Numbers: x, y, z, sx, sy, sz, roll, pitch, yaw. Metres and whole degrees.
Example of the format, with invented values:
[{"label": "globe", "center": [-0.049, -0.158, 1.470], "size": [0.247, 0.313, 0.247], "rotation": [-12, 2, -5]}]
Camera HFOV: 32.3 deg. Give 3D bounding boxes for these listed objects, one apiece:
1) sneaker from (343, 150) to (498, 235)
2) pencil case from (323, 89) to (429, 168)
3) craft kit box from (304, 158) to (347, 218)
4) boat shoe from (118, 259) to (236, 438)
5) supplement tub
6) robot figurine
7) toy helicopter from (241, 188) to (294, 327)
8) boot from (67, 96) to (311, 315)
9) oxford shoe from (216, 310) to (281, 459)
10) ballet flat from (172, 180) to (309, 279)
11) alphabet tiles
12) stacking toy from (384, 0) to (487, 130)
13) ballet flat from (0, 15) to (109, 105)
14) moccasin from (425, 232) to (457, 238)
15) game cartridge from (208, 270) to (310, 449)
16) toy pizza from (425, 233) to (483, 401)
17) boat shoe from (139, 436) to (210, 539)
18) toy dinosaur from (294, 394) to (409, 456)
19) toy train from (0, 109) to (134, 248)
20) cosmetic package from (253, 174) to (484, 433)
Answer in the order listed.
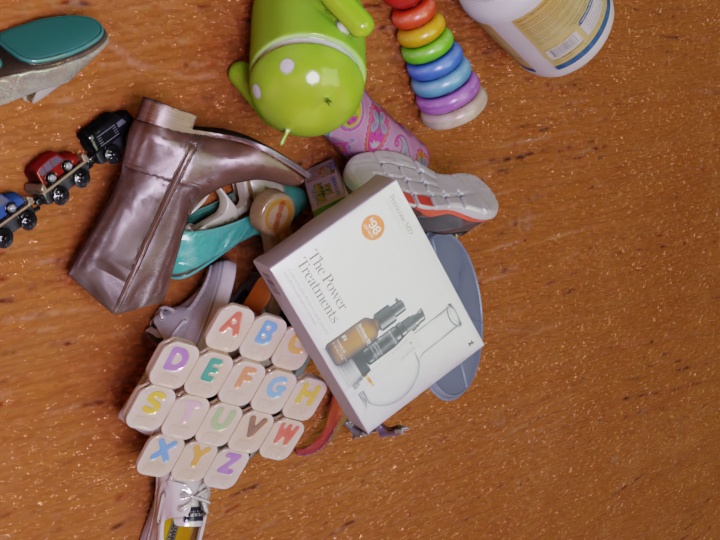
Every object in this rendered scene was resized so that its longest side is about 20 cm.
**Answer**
[{"label": "sneaker", "center": [0.059, -0.070, 1.376], "size": [0.199, 0.082, 0.077], "rotation": [13, 47, -31]}, {"label": "pencil case", "center": [-0.002, -0.155, 1.378], "size": [0.200, 0.087, 0.088], "rotation": [41, 71, -46]}, {"label": "craft kit box", "center": [0.000, 0.000, 1.325], "size": [0.048, 0.198, 0.201], "rotation": [-24, 110, -1]}, {"label": "boat shoe", "center": [-0.184, 0.071, 1.252], "size": [0.068, 0.072, 0.201], "rotation": [23, 73, -7]}, {"label": "supplement tub", "center": [0.204, -0.340, 1.504], "size": [0.200, 0.144, 0.145], "rotation": [32, 77, -48]}, {"label": "robot figurine", "center": [-0.053, -0.218, 1.238], "size": [0.115, 0.175, 0.201], "rotation": [25, 47, -31]}, {"label": "toy helicopter", "center": [-0.086, 0.009, 1.278], "size": [0.132, 0.079, 0.201], "rotation": [-30, 129, -27]}, {"label": "boot", "center": [-0.162, -0.042, 1.184], "size": [0.186, 0.064, 0.201], "rotation": [20, 94, -19]}, {"label": "oxford shoe", "center": [-0.113, 0.119, 1.252], "size": [0.201, 0.070, 0.074], "rotation": [82, 30, -44]}, {"label": "ballet flat", "center": [-0.128, -0.062, 1.273], "size": [0.200, 0.067, 0.071], "rotation": [-32, 130, -36]}, {"label": "alphabet tiles", "center": [-0.128, 0.128, 1.207], "size": [0.199, 0.015, 0.196], "rotation": [20, 106, -39]}, {"label": "stacking toy", "center": [0.078, -0.266, 1.440], "size": [0.085, 0.085, 0.201], "rotation": [-45, 126, -30]}, {"label": "ballet flat", "center": [-0.307, -0.167, 1.069], "size": [0.200, 0.067, 0.063], "rotation": [-27, 147, -36]}, {"label": "moccasin", "center": [0.086, -0.056, 1.503], "size": [0.201, 0.078, 0.074], "rotation": [-22, 116, -42]}, {"label": "game cartridge", "center": [-0.127, 0.109, 1.350], "size": [0.200, 0.041, 0.133], "rotation": [-53, 138, -23]}, {"label": "toy pizza", "center": [0.092, 0.052, 1.453], "size": [0.200, 0.032, 0.201], "rotation": [18, 69, -60]}, {"label": "boat shoe", "center": [-0.180, 0.237, 1.277], "size": [0.071, 0.070, 0.201], "rotation": [8, 105, -34]}, {"label": "toy dinosaur", "center": [0.009, 0.105, 1.464], "size": [0.199, 0.105, 0.182], "rotation": [-15, 93, -33]}, {"label": "toy train", "center": [-0.279, -0.086, 1.130], "size": [0.200, 0.034, 0.046], "rotation": [-45, 127, -31]}, {"label": "cosmetic package", "center": [0.012, 0.032, 1.201], "size": [0.151, 0.052, 0.201], "rotation": [-37, 113, -16]}]
